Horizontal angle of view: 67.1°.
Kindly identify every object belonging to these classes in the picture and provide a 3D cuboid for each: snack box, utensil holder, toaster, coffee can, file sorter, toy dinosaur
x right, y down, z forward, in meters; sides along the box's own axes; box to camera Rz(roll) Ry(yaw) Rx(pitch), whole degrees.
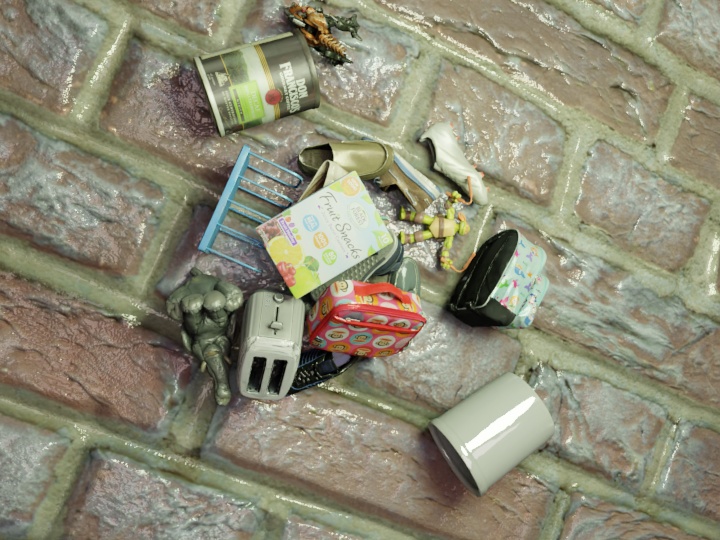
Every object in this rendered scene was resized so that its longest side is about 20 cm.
[{"bbox_3d":[-0.064,-0.063,0.950,0.199,0.053,0.143,-30,100,-4],"label":"snack box"},{"bbox_3d":[0.267,0.328,1.111,0.199,0.170,0.171,-31,96,-14],"label":"utensil holder"},{"bbox_3d":[-0.167,0.143,0.985,0.113,0.130,0.201,11,128,-12],"label":"toaster"},{"bbox_3d":[-0.192,-0.350,1.019,0.199,0.146,0.147,-20,94,-11],"label":"coffee can"},{"bbox_3d":[-0.204,-0.106,1.020,0.122,0.139,0.201,23,85,-12],"label":"file sorter"},{"bbox_3d":[-0.077,-0.453,1.046,0.135,0.102,0.201,7,56,-38],"label":"toy dinosaur"}]

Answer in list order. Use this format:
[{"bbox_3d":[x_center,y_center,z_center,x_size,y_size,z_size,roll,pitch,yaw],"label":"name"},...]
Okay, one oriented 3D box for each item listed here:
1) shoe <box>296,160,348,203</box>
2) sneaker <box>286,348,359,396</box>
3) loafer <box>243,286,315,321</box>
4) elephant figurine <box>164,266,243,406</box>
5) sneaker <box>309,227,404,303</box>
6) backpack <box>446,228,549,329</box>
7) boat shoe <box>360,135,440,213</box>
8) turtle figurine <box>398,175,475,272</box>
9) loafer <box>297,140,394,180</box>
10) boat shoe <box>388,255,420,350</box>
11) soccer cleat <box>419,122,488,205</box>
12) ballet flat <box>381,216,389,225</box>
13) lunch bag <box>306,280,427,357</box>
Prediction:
[{"bbox_3d":[-0.099,-0.117,1.010,0.070,0.053,0.201,35,90,34],"label":"shoe"},{"bbox_3d":[-0.093,0.192,1.074,0.199,0.078,0.070,-29,96,-11],"label":"sneaker"},{"bbox_3d":[-0.131,0.065,1.070,0.199,0.068,0.071,-14,103,-9],"label":"loafer"},{"bbox_3d":[-0.283,0.120,1.014,0.140,0.155,0.201,7,118,21],"label":"elephant figurine"},{"bbox_3d":[0.001,0.001,1.073,0.202,0.146,0.077,-36,80,8],"label":"sneaker"},{"bbox_3d":[0.289,0.020,1.111,0.150,0.177,0.201,28,74,-14],"label":"backpack"},{"bbox_3d":[0.064,-0.193,1.094,0.200,0.072,0.073,40,92,15],"label":"boat shoe"},{"bbox_3d":[0.161,-0.100,1.137,0.160,0.064,0.202,3,104,-3],"label":"turtle figurine"},{"bbox_3d":[-0.033,-0.214,1.059,0.198,0.067,0.077,-4,93,14],"label":"loafer"},{"bbox_3d":[0.093,0.069,1.123,0.072,0.062,0.202,9,88,-12],"label":"boat shoe"},{"bbox_3d":[0.198,-0.216,1.149,0.077,0.069,0.201,-31,89,-6],"label":"soccer cleat"},{"bbox_3d":[-0.042,-0.086,1.097,0.198,0.068,0.068,7,92,-2],"label":"ballet flat"},{"bbox_3d":[0.016,0.084,0.998,0.199,0.176,0.082,11,49,-27],"label":"lunch bag"}]
